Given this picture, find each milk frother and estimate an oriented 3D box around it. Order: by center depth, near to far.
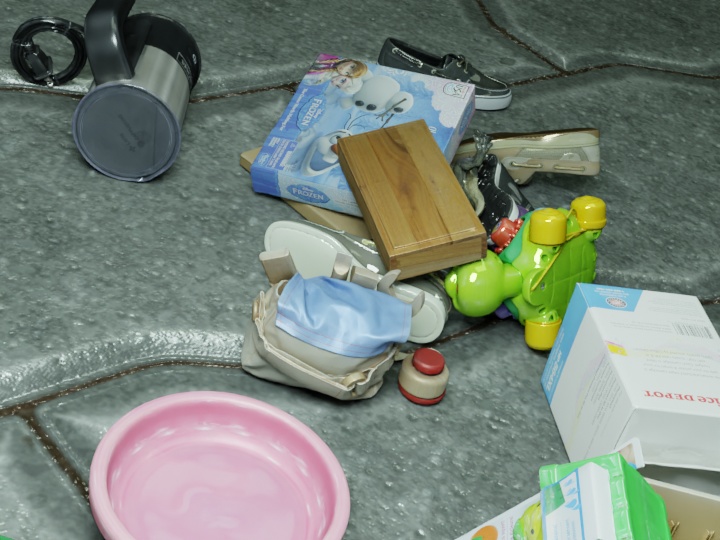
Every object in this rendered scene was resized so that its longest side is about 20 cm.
[{"bbox_3d":[-0.297,-0.203,1.319,0.199,0.181,0.189,-25,30,17],"label":"milk frother"}]

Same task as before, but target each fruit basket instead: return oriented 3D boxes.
[{"bbox_3d":[0.120,0.219,0.828,0.094,0.199,0.186,50,25,-24],"label":"fruit basket"}]

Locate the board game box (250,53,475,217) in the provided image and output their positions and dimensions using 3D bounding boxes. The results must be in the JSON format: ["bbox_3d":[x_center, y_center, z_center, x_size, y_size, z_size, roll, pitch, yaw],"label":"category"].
[{"bbox_3d":[0.006,-0.150,1.325,0.197,0.044,0.201,15,53,16],"label":"board game box"}]

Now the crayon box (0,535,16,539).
[{"bbox_3d":[-0.225,0.262,0.732,0.126,0.051,0.201,16,34,-1],"label":"crayon box"}]

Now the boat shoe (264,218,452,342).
[{"bbox_3d":[-0.001,0.002,1.183,0.200,0.073,0.060,28,33,6],"label":"boat shoe"}]

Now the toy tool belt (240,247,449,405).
[{"bbox_3d":[-0.004,0.049,1.065,0.198,0.124,0.125,12,34,-6],"label":"toy tool belt"}]

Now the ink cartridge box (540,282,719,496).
[{"bbox_3d":[0.259,0.125,1.064,0.127,0.126,0.201,7,35,-12],"label":"ink cartridge box"}]

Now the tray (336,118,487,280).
[{"bbox_3d":[0.048,-0.077,1.191,0.098,0.037,0.201,-14,42,-8],"label":"tray"}]

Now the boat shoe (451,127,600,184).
[{"bbox_3d":[0.198,-0.137,1.463,0.198,0.066,0.072,-4,12,4],"label":"boat shoe"}]

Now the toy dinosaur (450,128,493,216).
[{"bbox_3d":[0.123,-0.114,1.355,0.047,0.089,0.200,21,16,-19],"label":"toy dinosaur"}]

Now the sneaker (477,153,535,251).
[{"bbox_3d":[0.166,-0.061,1.364,0.087,0.076,0.201,37,20,-20],"label":"sneaker"}]

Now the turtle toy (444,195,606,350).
[{"bbox_3d":[0.171,0.000,1.206,0.100,0.147,0.199,15,21,41],"label":"turtle toy"}]

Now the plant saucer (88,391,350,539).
[{"bbox_3d":[-0.108,0.177,0.903,0.198,0.051,0.201,11,35,-7],"label":"plant saucer"}]

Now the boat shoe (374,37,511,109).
[{"bbox_3d":[0.119,-0.273,1.637,0.198,0.057,0.069,13,34,-5],"label":"boat shoe"}]

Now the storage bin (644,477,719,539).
[{"bbox_3d":[0.272,0.273,0.887,0.198,0.094,0.199,14,33,-3],"label":"storage bin"}]

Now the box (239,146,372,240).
[{"bbox_3d":[-0.017,-0.097,1.359,0.163,0.021,0.200,-21,50,-41],"label":"box"}]
